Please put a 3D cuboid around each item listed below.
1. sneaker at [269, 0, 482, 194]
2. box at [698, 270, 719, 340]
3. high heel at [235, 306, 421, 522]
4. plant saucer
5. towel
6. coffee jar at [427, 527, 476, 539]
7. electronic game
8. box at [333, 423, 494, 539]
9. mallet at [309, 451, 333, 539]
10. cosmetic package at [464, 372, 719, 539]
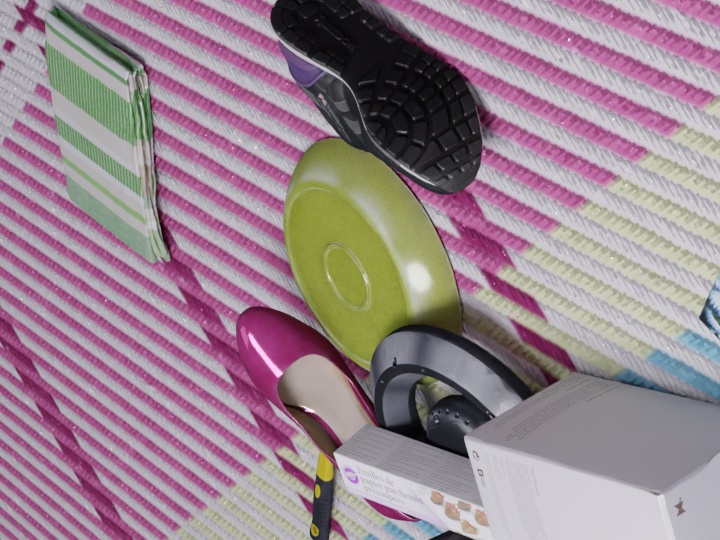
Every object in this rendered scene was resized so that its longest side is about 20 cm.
[{"bbox_3d":[0.018,-0.111,1.610,0.200,0.076,0.088,49,163,31],"label":"sneaker"},{"bbox_3d":[0.271,0.006,1.306,0.137,0.040,0.200,47,147,25],"label":"box"},{"bbox_3d":[-0.020,0.111,1.783,0.200,0.067,0.096,56,174,-23],"label":"high heel"},{"bbox_3d":[0.000,0.000,1.752,0.200,0.031,0.200,39,143,36],"label":"plant saucer"},{"bbox_3d":[-0.219,-0.116,2.023,0.153,0.023,0.200,35,142,41],"label":"towel"},{"bbox_3d":[0.110,0.274,1.706,0.200,0.085,0.104,49,153,-2],"label":"coffee jar"},{"bbox_3d":[0.083,0.124,1.698,0.200,0.042,0.200,35,147,27],"label":"electronic game"},{"bbox_3d":[0.063,0.157,1.679,0.200,0.041,0.039,15,134,46],"label":"box"},{"bbox_3d":[-0.023,0.168,1.929,0.066,0.041,0.200,39,148,33],"label":"mallet"},{"bbox_3d":[0.172,0.135,1.506,0.200,0.108,0.085,14,125,55],"label":"cosmetic package"}]
